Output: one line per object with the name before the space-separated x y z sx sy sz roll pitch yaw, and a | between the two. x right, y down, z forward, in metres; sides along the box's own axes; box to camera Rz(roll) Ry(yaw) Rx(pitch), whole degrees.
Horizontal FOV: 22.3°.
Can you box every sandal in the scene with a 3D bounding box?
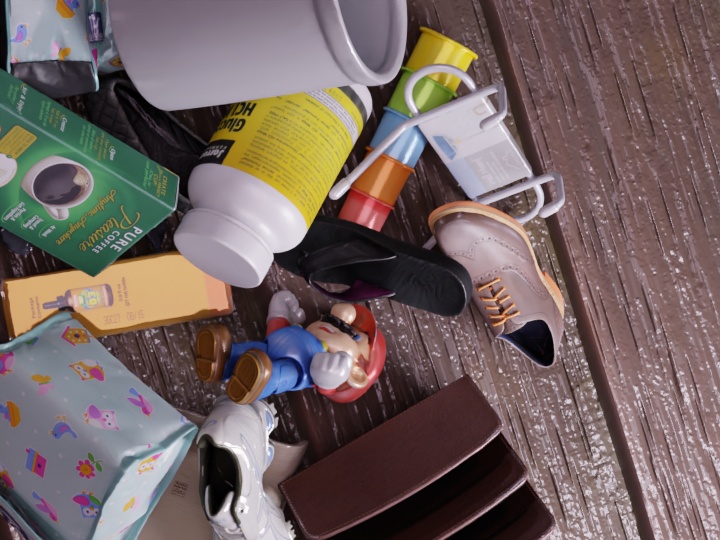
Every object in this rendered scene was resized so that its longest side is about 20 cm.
sandal | 0.000 -0.001 1.607 0.200 0.048 0.075 14 133 26

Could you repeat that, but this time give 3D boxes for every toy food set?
toy food set | -0.163 0.188 1.650 0.200 0.060 0.144 20 102 -7

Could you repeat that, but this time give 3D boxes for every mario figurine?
mario figurine | -0.049 0.058 1.597 0.106 0.200 0.124 -37 70 33

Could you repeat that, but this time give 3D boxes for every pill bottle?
pill bottle | -0.079 -0.090 1.580 0.112 0.112 0.200 31 67 -8

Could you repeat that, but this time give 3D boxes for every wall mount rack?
wall mount rack | 0.078 -0.081 1.622 0.173 0.075 0.200 -22 128 21

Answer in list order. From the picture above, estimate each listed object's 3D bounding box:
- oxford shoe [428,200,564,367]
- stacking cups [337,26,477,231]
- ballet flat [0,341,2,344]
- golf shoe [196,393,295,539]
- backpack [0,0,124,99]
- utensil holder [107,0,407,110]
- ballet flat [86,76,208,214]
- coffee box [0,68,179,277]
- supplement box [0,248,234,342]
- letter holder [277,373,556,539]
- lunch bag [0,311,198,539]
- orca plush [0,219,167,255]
oxford shoe | 0.127 0.012 1.615 0.071 0.073 0.200 -26 133 24
stacking cups | 0.036 -0.119 1.657 0.060 0.061 0.200 26 95 -8
ballet flat | -0.394 0.051 1.600 0.200 0.073 0.073 35 89 -8
golf shoe | -0.111 0.211 1.570 0.078 0.097 0.201 -4 103 23
backpack | -0.272 -0.246 1.547 0.153 0.176 0.201 -13 98 -19
utensil holder | -0.084 -0.223 1.494 0.200 0.170 0.170 -7 95 21
ballet flat | -0.161 -0.098 1.620 0.200 0.057 0.067 37 73 -16
coffee box | -0.264 -0.081 1.509 0.200 0.044 0.123 30 130 -28
supplement box | -0.216 0.022 1.623 0.199 0.069 0.067 -10 94 -8
letter holder | 0.053 0.212 1.614 0.200 0.142 0.101 -30 132 -4
lunch bag | -0.258 0.167 1.561 0.170 0.122 0.200 41 126 15
orca plush | -0.271 -0.070 1.611 0.200 0.071 0.106 -1 100 -28
